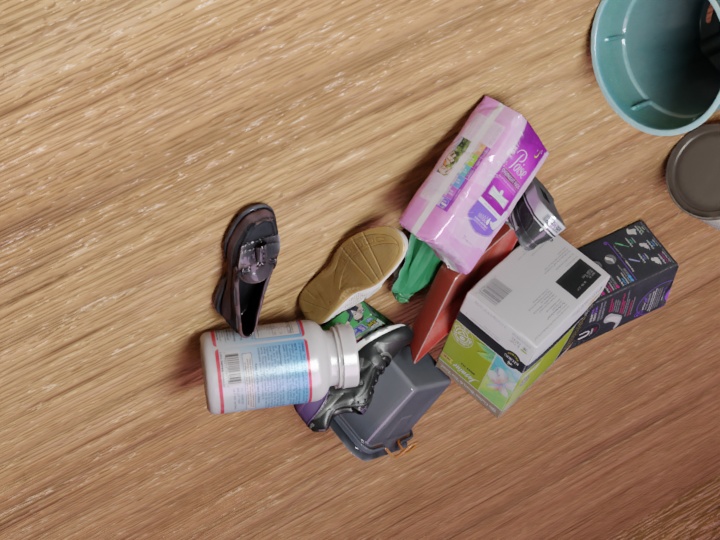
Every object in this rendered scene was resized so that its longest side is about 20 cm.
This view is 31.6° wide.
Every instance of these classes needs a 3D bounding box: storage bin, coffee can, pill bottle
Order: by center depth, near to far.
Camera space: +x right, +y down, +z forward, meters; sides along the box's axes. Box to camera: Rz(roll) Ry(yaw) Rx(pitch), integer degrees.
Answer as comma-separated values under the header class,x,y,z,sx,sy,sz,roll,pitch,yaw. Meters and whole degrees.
class,x,y,z,sx,sy,sz,roll,pitch,yaw
pill bottle,-0.106,0.123,1.663,0.199,0.109,0.109,-6,145,-9
storage bin,0.049,0.193,1.908,0.134,0.146,0.200,-46,162,19
coffee can,0.575,-0.131,1.962,0.146,0.147,0.200,-44,149,19

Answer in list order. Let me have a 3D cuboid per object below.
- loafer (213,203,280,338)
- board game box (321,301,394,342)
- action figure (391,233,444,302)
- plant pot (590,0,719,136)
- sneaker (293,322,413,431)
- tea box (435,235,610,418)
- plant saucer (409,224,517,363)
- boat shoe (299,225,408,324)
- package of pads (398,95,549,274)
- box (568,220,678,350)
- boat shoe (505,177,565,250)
class,x,y,z,sx,sy,sz,roll,pitch,yaw
loafer,-0.130,0.004,1.555,0.072,0.063,0.200,-15,147,-29
board game box,-0.021,0.107,1.818,0.134,0.029,0.200,-37,162,5
action figure,0.085,-0.029,1.728,0.118,0.055,0.200,-11,140,-37
plant pot,0.419,-0.283,1.553,0.196,0.200,0.201,-20,150,-38
sneaker,0.001,0.155,1.787,0.200,0.088,0.076,-32,162,-6
tea box,0.240,0.077,1.898,0.200,0.133,0.197,-38,158,-36
plant saucer,0.148,0.015,1.817,0.199,0.037,0.200,-39,161,-39
boat shoe,0.000,0.000,1.677,0.200,0.071,0.069,-38,166,38
package of pads,0.144,-0.104,1.590,0.200,0.076,0.120,-55,147,-2
box,0.394,0.024,2.058,0.199,0.106,0.122,-23,148,-16
boat shoe,0.216,-0.080,1.668,0.068,0.200,0.074,-41,114,14
